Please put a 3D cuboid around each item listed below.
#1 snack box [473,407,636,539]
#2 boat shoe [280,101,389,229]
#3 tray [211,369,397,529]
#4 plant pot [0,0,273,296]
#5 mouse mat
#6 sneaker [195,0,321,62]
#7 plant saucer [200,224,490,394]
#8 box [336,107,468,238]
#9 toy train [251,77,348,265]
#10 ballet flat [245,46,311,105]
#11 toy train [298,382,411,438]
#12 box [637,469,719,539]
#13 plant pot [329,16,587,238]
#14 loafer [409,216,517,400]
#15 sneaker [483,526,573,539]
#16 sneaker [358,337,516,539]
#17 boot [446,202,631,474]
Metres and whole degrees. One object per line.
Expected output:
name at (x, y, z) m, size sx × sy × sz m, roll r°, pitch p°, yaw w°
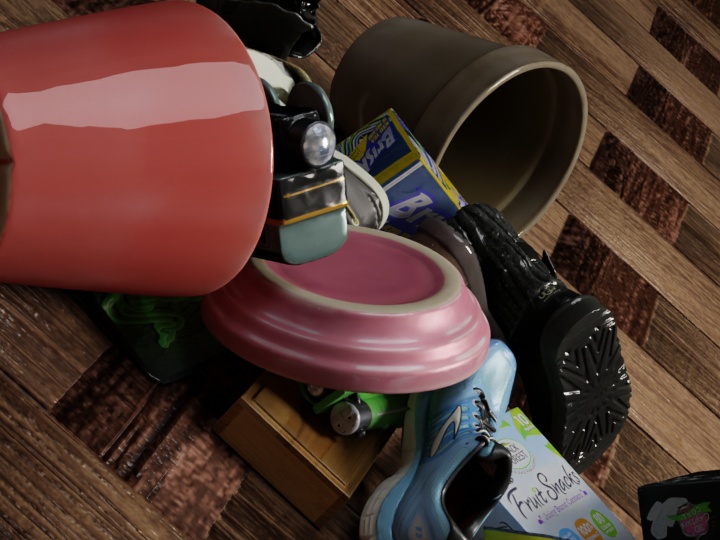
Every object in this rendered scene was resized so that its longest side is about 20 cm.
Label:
snack box at (0.141, 0.200, 1.669) m, size 0.200 × 0.053 × 0.142 m, roll 48°, pitch 22°, yaw 12°
boat shoe at (-0.072, -0.083, 1.711) m, size 0.201 × 0.072 × 0.061 m, roll 33°, pitch 32°, yaw 2°
tray at (-0.027, 0.098, 1.595) m, size 0.099 × 0.037 × 0.200 m, roll 43°, pitch 23°, yaw 0°
plant pot at (-0.183, -0.072, 1.440) m, size 0.177 × 0.201 × 0.201 m, roll -7°, pitch 51°, yaw -39°
mouse mat at (-0.132, -0.007, 1.594) m, size 0.161 × 0.008 × 0.200 m, roll 52°, pitch 33°, yaw 9°
sneaker at (-0.081, -0.196, 1.869) m, size 0.104 × 0.060 × 0.200 m, roll 29°, pitch -18°, yaw 5°
plant saucer at (-0.007, 0.019, 1.564) m, size 0.200 × 0.051 × 0.201 m, roll 8°, pitch 23°, yaw -3°
box at (0.050, -0.043, 1.851) m, size 0.200 × 0.070 × 0.064 m, roll 48°, pitch 9°, yaw -50°
toy train at (-0.086, -0.070, 1.538) m, size 0.085 × 0.114 × 0.200 m, roll -18°, pitch 19°, yaw -38°
ballet flat at (-0.127, -0.161, 1.773) m, size 0.200 × 0.071 × 0.071 m, roll 21°, pitch 25°, yaw -4°
toy train at (0.022, 0.084, 1.608) m, size 0.056 × 0.042 × 0.200 m, roll 60°, pitch 26°, yaw 12°
box at (0.297, 0.241, 1.627) m, size 0.124 × 0.148 × 0.201 m, roll -3°, pitch 86°, yaw -60°
plant pot at (0.072, -0.133, 2.012) m, size 0.173 × 0.200 × 0.200 m, roll 38°, pitch 16°, yaw 35°
loafer at (0.061, 0.045, 1.740) m, size 0.073 × 0.071 × 0.200 m, roll 34°, pitch -24°, yaw 43°
sneaker at (0.173, 0.227, 1.559) m, size 0.200 × 0.079 × 0.066 m, roll 8°, pitch -9°, yaw 4°
sneaker at (0.075, 0.128, 1.548) m, size 0.078 × 0.090 × 0.200 m, roll 48°, pitch 46°, yaw -30°
boot at (0.135, 0.054, 1.814) m, size 0.158 × 0.079 × 0.211 m, roll 40°, pitch -28°, yaw 36°
